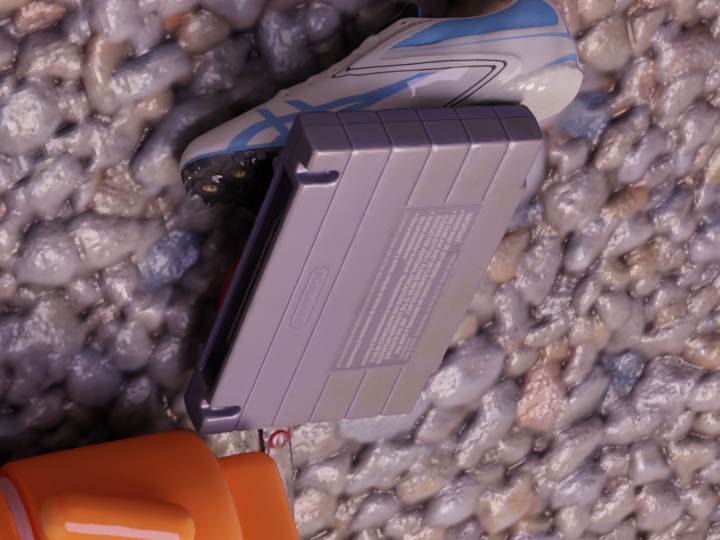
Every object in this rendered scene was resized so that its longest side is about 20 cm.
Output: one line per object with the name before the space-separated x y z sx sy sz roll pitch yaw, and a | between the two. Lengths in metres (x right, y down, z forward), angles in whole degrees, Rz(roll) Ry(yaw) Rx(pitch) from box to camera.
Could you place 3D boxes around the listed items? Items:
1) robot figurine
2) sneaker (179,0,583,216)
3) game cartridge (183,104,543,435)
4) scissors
robot figurine | -0.130 0.141 1.221 0.199 0.144 0.118 -11 106 -20
sneaker | 0.006 -0.082 1.211 0.199 0.073 0.072 -19 156 -5
game cartridge | 0.000 0.000 1.219 0.129 0.039 0.201 -8 141 -31
scissors | -0.050 0.076 1.302 0.073 0.014 0.201 -6 122 -30
